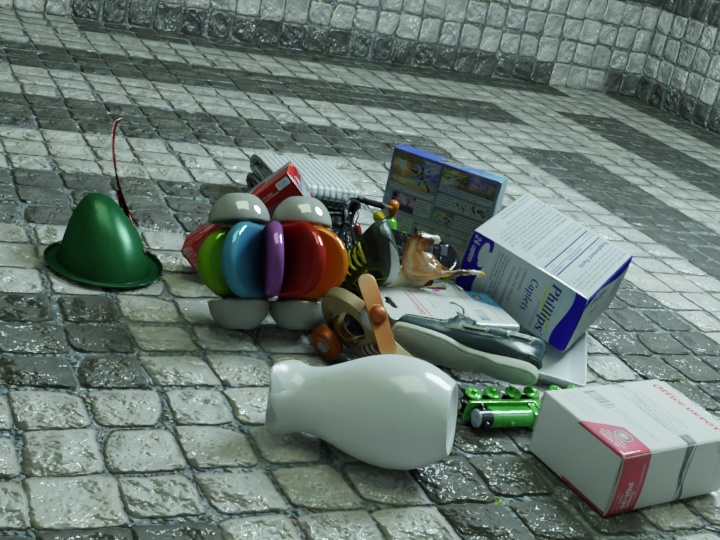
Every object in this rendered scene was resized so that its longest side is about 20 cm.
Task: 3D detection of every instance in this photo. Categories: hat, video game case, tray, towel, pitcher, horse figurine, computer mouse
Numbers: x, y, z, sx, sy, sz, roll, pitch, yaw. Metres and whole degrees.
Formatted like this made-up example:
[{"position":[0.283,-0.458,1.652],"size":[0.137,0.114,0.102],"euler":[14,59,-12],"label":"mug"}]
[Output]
[{"position":[-0.356,-0.095,1.494],"size":[0.198,0.179,0.164],"euler":[28,25,36],"label":"hat"},{"position":[0.131,-0.093,1.782],"size":[0.197,0.185,0.045],"euler":[21,21,20],"label":"video game case"},{"position":[0.274,0.120,1.547],"size":[0.105,0.023,0.200],"euler":[16,21,6],"label":"tray"},{"position":[-0.103,-0.141,1.913],"size":[0.163,0.087,0.200],"euler":[5,20,-26],"label":"towel"},{"position":[0.010,0.150,1.199],"size":[0.196,0.124,0.171],"euler":[6,3,14],"label":"pitcher"},{"position":[0.085,0.012,1.552],"size":[0.130,0.200,0.051],"euler":[12,61,-26],"label":"horse figurine"},{"position":[0.054,-0.045,1.646],"size":[0.196,0.046,0.142],"euler":[11,43,-9],"label":"computer mouse"}]

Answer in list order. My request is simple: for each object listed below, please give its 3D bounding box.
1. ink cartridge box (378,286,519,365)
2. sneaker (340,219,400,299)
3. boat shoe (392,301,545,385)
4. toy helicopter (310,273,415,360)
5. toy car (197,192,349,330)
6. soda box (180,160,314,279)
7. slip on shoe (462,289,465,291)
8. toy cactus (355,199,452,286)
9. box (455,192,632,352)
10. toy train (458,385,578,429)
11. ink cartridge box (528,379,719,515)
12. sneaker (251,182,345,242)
[{"position":[0.106,0.078,1.488],"size":[0.196,0.069,0.115],"euler":[5,21,-23],"label":"ink cartridge box"},{"position":[0.000,0.000,1.512],"size":[0.083,0.201,0.076],"euler":[-8,61,-17],"label":"sneaker"},{"position":[0.140,0.088,1.373],"size":[0.196,0.075,0.063],"euler":[14,62,15],"label":"boat shoe"},{"position":[0.031,0.090,1.351],"size":[0.199,0.133,0.079],"euler":[38,57,15],"label":"toy helicopter"},{"position":[-0.110,-0.012,1.390],"size":[0.196,0.179,0.150],"euler":[2,-3,-20],"label":"toy car"},{"position":[-0.163,-0.070,1.538],"size":[0.064,0.198,0.070],"euler":[52,12,-17],"label":"soda box"},{"position":[0.242,0.025,1.712],"size":[0.197,0.076,0.061],"euler":[-7,15,-39],"label":"slip on shoe"},{"position":[0.055,-0.022,1.693],"size":[0.198,0.103,0.165],"euler":[32,37,3],"label":"toy cactus"},{"position":[0.275,-0.001,1.599],"size":[0.198,0.106,0.183],"euler":[33,37,20],"label":"box"},{"position":[0.210,0.176,1.344],"size":[0.197,0.042,0.057],"euler":[2,34,-28],"label":"toy train"},{"position":[0.324,0.205,1.270],"size":[0.197,0.084,0.146],"euler":[-1,24,-32],"label":"ink cartridge box"},{"position":[-0.088,-0.064,1.654],"size":[0.108,0.071,0.199],"euler":[37,0,40],"label":"sneaker"}]
